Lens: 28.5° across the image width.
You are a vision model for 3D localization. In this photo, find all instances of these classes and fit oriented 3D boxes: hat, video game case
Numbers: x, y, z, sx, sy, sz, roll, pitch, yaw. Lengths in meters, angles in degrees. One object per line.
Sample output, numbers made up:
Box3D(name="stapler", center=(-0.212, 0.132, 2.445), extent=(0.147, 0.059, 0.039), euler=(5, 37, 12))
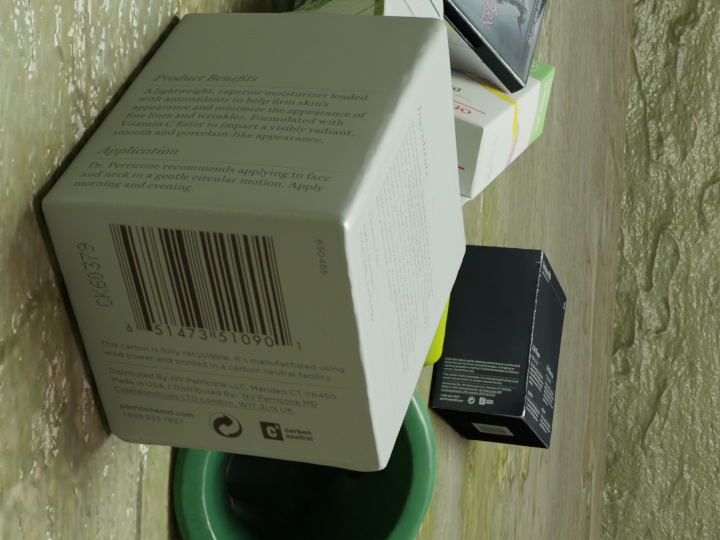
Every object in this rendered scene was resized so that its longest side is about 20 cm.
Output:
Box3D(name="hat", center=(-0.055, 0.133, 0.964), extent=(0.201, 0.165, 0.176), euler=(-59, -168, -2))
Box3D(name="video game case", center=(0.079, -0.256, 1.126), extent=(0.200, 0.019, 0.144), euler=(42, 46, -27))

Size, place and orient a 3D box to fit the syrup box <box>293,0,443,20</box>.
Box3D(name="syrup box", center=(0.005, -0.160, 0.949), extent=(0.082, 0.078, 0.201), euler=(56, 20, -25))

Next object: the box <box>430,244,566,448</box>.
Box3D(name="box", center=(0.158, 0.088, 1.574), extent=(0.200, 0.103, 0.184), euler=(48, 49, -67))

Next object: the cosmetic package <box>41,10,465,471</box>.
Box3D(name="cosmetic package", center=(-0.045, -0.024, 0.783), extent=(0.201, 0.163, 0.166), euler=(-64, 153, -48))

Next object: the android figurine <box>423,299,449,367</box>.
Box3D(name="android figurine", center=(-0.015, 0.051, 0.983), extent=(0.181, 0.041, 0.202), euler=(-9, 116, -37))

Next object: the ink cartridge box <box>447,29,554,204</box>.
Box3D(name="ink cartridge box", center=(0.068, -0.125, 1.154), extent=(0.200, 0.116, 0.068), euler=(-43, 149, -52))
